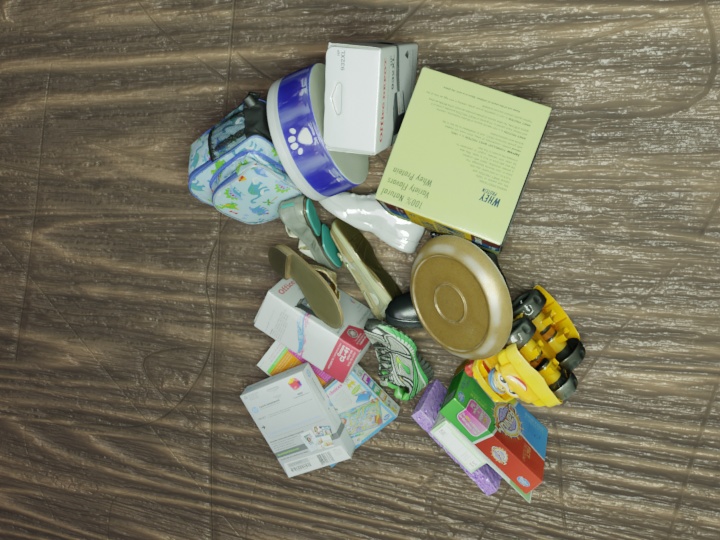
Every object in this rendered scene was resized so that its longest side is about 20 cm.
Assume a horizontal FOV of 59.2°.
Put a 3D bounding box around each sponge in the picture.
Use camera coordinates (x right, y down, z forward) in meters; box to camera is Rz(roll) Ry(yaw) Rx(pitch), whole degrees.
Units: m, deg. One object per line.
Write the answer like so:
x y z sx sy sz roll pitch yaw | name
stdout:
0.185 0.304 1.162 0.200 0.112 0.030 47 119 0 | sponge

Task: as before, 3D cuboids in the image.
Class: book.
-0.093 0.203 1.274 0.199 0.048 0.134 41 117 1 | book

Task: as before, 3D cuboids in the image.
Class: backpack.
-0.194 -0.171 1.086 0.197 0.182 0.150 -21 62 31 | backpack

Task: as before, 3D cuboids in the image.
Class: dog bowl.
-0.064 -0.221 1.014 0.078 0.200 0.203 -16 103 23 | dog bowl

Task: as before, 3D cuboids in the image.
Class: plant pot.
0.143 0.047 0.969 0.198 0.027 0.204 27 128 40 | plant pot

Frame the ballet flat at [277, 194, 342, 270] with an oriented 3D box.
-0.089 -0.063 1.113 0.062 0.069 0.201 -9 148 14 | ballet flat

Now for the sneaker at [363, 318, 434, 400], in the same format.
0.062 0.162 1.125 0.077 0.085 0.201 18 151 51 | sneaker

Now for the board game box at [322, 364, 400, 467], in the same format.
-0.036 0.286 1.251 0.134 0.034 0.200 45 116 -5 | board game box

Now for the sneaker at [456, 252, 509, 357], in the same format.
0.183 0.073 1.013 0.074 0.091 0.203 -5 130 -16 | sneaker

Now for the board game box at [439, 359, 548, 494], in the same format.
0.237 0.263 1.105 0.200 0.153 0.040 43 118 0 | board game box

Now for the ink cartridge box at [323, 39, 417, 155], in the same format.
0.021 -0.268 0.962 0.082 0.200 0.148 10 113 17 | ink cartridge box

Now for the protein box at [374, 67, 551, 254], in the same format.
0.153 -0.157 0.949 0.195 0.135 0.203 21 90 13 | protein box

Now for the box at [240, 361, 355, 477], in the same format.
-0.122 0.295 1.237 0.154 0.041 0.202 -24 105 22 | box

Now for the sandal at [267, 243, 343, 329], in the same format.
-0.075 0.012 1.118 0.211 0.069 0.079 40 134 31 | sandal

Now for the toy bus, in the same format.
0.247 0.147 1.037 0.191 0.200 0.136 -36 97 36 | toy bus

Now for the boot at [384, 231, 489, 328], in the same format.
0.136 0.009 1.071 0.194 0.074 0.165 -3 116 -1 | boot

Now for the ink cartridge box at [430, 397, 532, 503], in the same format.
0.224 0.307 1.129 0.200 0.146 0.048 46 120 -1 | ink cartridge box

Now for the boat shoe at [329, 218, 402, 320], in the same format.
0.001 0.000 1.146 0.063 0.073 0.202 -31 104 27 | boat shoe

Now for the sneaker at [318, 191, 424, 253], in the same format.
0.023 -0.112 1.104 0.197 0.075 0.090 26 104 4 | sneaker

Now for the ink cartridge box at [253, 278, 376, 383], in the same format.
-0.074 0.094 1.166 0.198 0.148 0.086 33 118 6 | ink cartridge box
